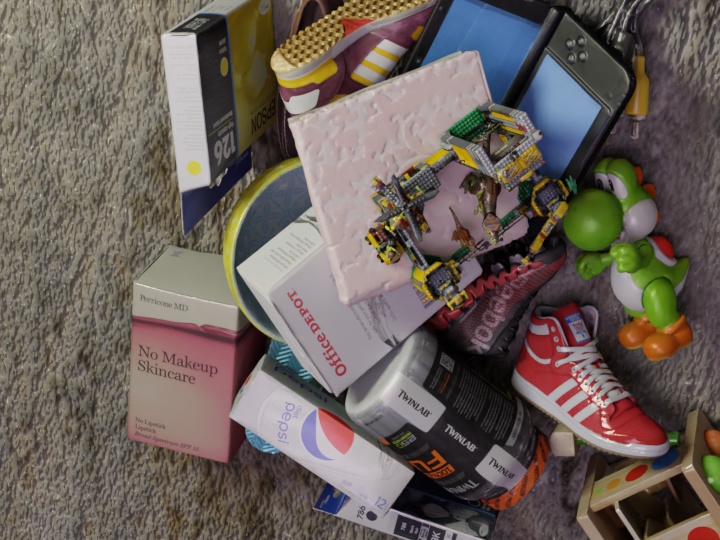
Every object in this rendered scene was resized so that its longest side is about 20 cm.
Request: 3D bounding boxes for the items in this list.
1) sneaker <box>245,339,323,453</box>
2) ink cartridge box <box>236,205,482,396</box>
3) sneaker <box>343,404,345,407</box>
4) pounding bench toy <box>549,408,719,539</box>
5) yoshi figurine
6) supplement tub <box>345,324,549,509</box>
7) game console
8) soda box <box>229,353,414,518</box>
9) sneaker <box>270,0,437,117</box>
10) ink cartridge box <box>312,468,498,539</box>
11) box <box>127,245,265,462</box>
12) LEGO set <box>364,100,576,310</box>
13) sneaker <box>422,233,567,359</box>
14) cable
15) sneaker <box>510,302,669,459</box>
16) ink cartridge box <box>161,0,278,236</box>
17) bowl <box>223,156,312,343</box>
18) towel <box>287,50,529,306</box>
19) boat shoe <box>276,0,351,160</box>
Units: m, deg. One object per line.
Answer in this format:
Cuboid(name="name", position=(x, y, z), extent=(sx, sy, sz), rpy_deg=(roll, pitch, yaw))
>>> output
Cuboid(name="sneaker", position=(-0.066, 0.102, 1.601), extent=(0.076, 0.081, 0.201), rpy_deg=(28, 99, 5))
Cuboid(name="ink cartridge box", position=(0.000, 0.000, 1.437), extent=(0.200, 0.084, 0.146), rpy_deg=(-39, 121, -11))
Cuboid(name="sneaker", position=(-0.005, 0.132, 1.591), extent=(0.200, 0.074, 0.119), rpy_deg=(-32, 108, 16))
Cuboid(name="pounding bench toy", position=(0.310, 0.215, 1.505), extent=(0.155, 0.124, 0.201), rpy_deg=(-31, 102, 26))
Cuboid(name="yoshi figurine", position=(0.255, -0.009, 1.435), extent=(0.112, 0.112, 0.202), rpy_deg=(-12, 107, 28))
Cuboid(name="supplement tub", position=(0.092, 0.154, 1.495), extent=(0.199, 0.123, 0.122), rpy_deg=(37, 119, -16))
Cuboid(name="game console", position=(0.136, -0.154, 1.384), extent=(0.176, 0.116, 0.201), rpy_deg=(51, 131, 31))
Cuboid(name="soda box", position=(-0.039, 0.175, 1.533), extent=(0.199, 0.068, 0.064), rpy_deg=(35, 100, -5))
Cuboid(name="sneaker", position=(0.009, -0.212, 1.409), extent=(0.199, 0.075, 0.091), rpy_deg=(-29, 128, -11))
Cuboid(name="ink cartridge box", position=(0.055, 0.259, 1.617), extent=(0.198, 0.100, 0.040), rpy_deg=(16, 117, 8))
Cuboid(name="box", position=(-0.180, 0.092, 1.608), extent=(0.127, 0.109, 0.202), rpy_deg=(12, 116, 12))
Cuboid(name="LEGO set", position=(0.109, -0.057, 1.308), extent=(0.199, 0.116, 0.155), rpy_deg=(-30, 109, -9))
Cuboid(name="sneaker", position=(0.146, 0.035, 1.506), extent=(0.200, 0.071, 0.098), rpy_deg=(-35, 100, 29))
Cuboid(name="cable", position=(0.253, -0.232, 1.384), extent=(0.097, 0.050, 0.202), rpy_deg=(25, 107, 28))
Cuboid(name="sneaker", position=(0.239, 0.105, 1.473), extent=(0.199, 0.071, 0.113), rpy_deg=(30, 120, 41))
Cuboid(name="ink cartridge box", position=(-0.132, -0.162, 1.430), extent=(0.047, 0.198, 0.202), rpy_deg=(2, 115, 16))
Cuboid(name="bowl", position=(-0.064, -0.034, 1.504), extent=(0.198, 0.108, 0.202), rpy_deg=(-11, 113, -26))
Cuboid(name="towel", position=(0.046, -0.087, 1.361), extent=(0.198, 0.032, 0.193), rpy_deg=(-22, 107, -11))
Cuboid(name="boat shoe", position=(-0.053, -0.191, 1.464), extent=(0.072, 0.072, 0.202), rpy_deg=(18, 117, 8))
